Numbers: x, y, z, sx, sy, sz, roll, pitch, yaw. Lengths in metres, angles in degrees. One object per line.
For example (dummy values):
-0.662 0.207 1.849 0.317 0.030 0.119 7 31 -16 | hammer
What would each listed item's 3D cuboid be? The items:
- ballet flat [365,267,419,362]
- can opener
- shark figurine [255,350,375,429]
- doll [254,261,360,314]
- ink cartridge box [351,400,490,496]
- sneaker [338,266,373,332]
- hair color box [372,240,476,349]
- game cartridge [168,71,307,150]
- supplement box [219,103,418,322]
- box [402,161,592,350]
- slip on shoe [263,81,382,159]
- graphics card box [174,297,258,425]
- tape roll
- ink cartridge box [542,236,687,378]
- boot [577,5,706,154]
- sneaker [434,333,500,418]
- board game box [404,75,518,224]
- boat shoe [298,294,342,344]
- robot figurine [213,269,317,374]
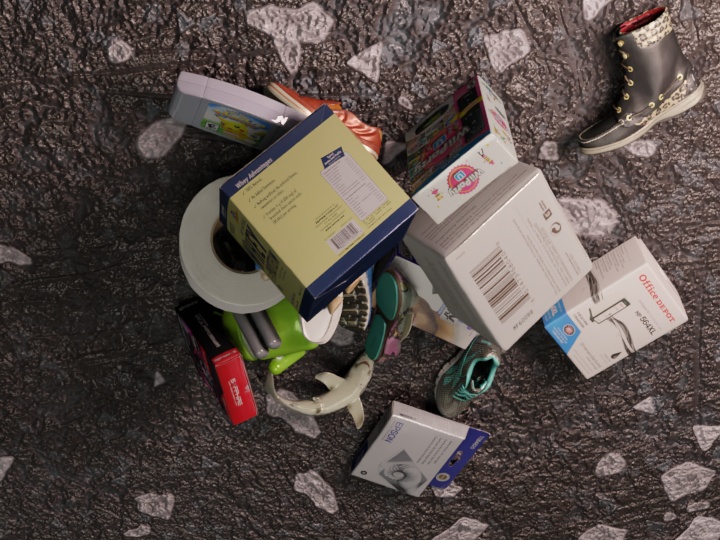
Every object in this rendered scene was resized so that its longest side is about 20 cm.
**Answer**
0.056 0.066 1.727 0.070 0.069 0.202 -15 138 -27 | ballet flat
-0.192 0.043 1.693 0.052 0.066 0.202 -34 76 16 | can opener
-0.071 0.219 1.890 0.210 0.089 0.131 -11 90 -4 | shark figurine
-0.092 -0.032 1.595 0.199 0.048 0.137 40 88 5 | doll
0.108 0.334 1.963 0.197 0.041 0.201 18 132 -13 | ink cartridge box
0.000 0.000 1.724 0.077 0.089 0.204 10 108 29 | sneaker
0.116 0.038 1.782 0.197 0.065 0.110 25 120 -15 | hair color box
-0.178 -0.226 1.573 0.197 0.041 0.133 18 161 -12 | game cartridge
-0.062 -0.079 1.514 0.199 0.134 0.200 -40 82 -17 | supplement box
0.201 -0.035 1.634 0.200 0.171 0.200 -41 119 -9 | box
-0.055 -0.227 1.612 0.198 0.074 0.062 28 74 -7 | slip on shoe
-0.236 0.145 1.762 0.050 0.200 0.127 -24 126 -16 | graphics card box
-0.177 -0.041 1.646 0.198 0.206 0.071 9 167 -7 | tape roll
0.416 0.063 1.792 0.199 0.085 0.146 -34 118 20 | ink cartridge box
0.388 -0.275 1.582 0.201 0.074 0.155 -27 117 11 | boot
0.185 0.187 1.862 0.076 0.092 0.202 17 121 -12 | sneaker
0.141 -0.178 1.559 0.147 0.201 0.064 -38 117 21 | board game box
-0.060 0.019 1.651 0.069 0.069 0.204 9 102 4 | boat shoe
-0.138 0.081 1.765 0.196 0.116 0.178 -12 112 15 | robot figurine
